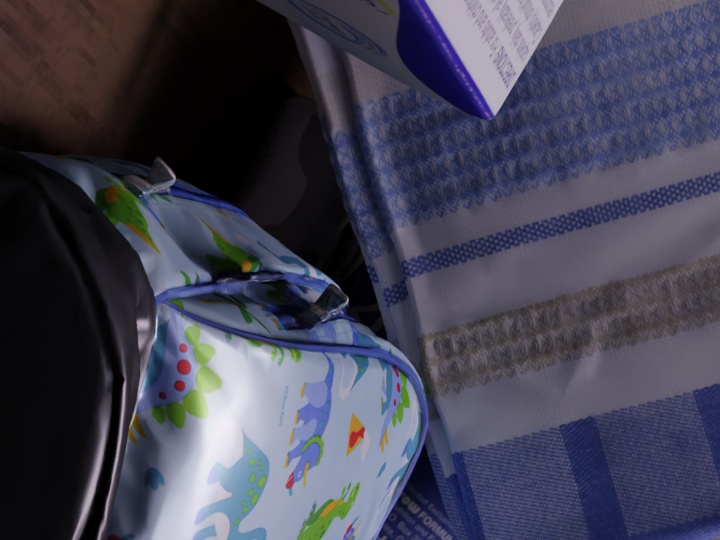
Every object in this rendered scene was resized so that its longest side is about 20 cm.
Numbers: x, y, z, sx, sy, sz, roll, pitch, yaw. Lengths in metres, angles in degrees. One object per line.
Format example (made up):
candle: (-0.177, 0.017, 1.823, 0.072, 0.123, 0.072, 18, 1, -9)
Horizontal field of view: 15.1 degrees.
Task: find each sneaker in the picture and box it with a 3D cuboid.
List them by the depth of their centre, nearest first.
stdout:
sneaker: (0.000, 0.000, 0.910, 0.075, 0.082, 0.200, -59, 166, -5)

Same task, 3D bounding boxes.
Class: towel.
towel: (0.069, -0.022, 0.741, 0.024, 0.147, 0.200, -41, 114, -77)

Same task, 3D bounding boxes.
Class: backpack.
backpack: (-0.068, 0.047, 0.700, 0.200, 0.154, 0.163, -43, 155, -83)

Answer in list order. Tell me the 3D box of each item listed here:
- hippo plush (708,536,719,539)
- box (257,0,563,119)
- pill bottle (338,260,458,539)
hippo plush: (0.156, 0.034, 0.888, 0.161, 0.200, 0.159, -33, 129, 8)
box: (0.026, -0.160, 0.638, 0.200, 0.105, 0.184, -60, 166, -3)
pill bottle: (0.061, 0.015, 0.817, 0.200, 0.111, 0.111, -44, 169, 14)
